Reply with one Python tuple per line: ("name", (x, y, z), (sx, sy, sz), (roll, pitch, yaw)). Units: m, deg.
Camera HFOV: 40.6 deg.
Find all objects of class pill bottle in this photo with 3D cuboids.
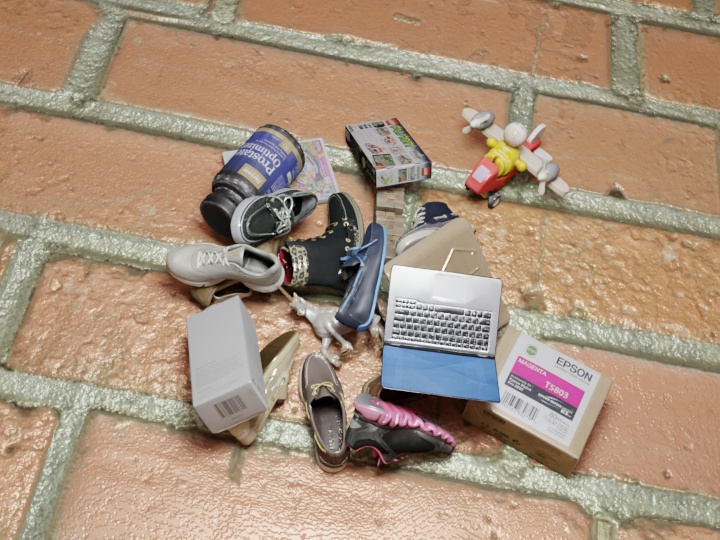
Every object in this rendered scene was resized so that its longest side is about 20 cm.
("pill bottle", (-0.192, -0.155, 1.719), (0.111, 0.113, 0.201), (29, 58, 12))

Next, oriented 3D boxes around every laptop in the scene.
("laptop", (0.131, 0.095, 1.527), (0.183, 0.116, 0.205), (7, 82, 0))

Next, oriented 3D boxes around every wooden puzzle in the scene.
("wooden puzzle", (0.144, 0.039, 1.660), (0.184, 0.046, 0.203), (-32, 101, -23))

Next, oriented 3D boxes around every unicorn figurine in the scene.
("unicorn figurine", (-0.036, 0.087, 1.634), (0.196, 0.075, 0.138), (-7, 48, -29))

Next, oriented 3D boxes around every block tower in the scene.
("block tower", (0.051, -0.090, 1.764), (0.053, 0.058, 0.203), (5, 54, -4))

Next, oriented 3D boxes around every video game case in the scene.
("video game case", (-0.148, -0.176, 1.816), (0.196, 0.018, 0.145), (-10, 59, -13))

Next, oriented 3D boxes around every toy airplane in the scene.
("toy airplane", (0.290, -0.227, 1.833), (0.195, 0.142, 0.202), (4, 55, -5))

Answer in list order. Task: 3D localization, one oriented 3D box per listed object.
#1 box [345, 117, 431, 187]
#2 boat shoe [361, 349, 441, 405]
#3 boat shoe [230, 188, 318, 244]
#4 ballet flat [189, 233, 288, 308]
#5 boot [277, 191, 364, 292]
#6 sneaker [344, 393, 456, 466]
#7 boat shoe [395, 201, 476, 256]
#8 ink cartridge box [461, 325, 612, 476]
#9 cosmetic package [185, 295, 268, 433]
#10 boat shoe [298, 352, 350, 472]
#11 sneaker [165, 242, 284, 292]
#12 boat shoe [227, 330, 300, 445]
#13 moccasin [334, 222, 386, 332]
("box", (0.049, -0.223, 1.816), (0.108, 0.035, 0.201), (-10, 34, -13))
("boat shoe", (0.098, 0.175, 1.575), (0.197, 0.067, 0.073), (-23, 89, -18))
("boat shoe", (-0.140, -0.093, 1.644), (0.067, 0.075, 0.198), (2, 14, 31))
("ballet flat", (-0.196, 0.006, 1.664), (0.198, 0.068, 0.073), (-28, 71, -21))
("boot", (-0.070, -0.054, 1.690), (0.151, 0.074, 0.207), (4, 58, -28))
("sneaker", (0.059, 0.261, 1.510), (0.197, 0.079, 0.097), (22, 94, -27))
("boat shoe", (0.111, -0.069, 1.726), (0.198, 0.075, 0.093), (-9, 47, -47))
("ink cartridge box", (0.288, 0.209, 1.585), (0.197, 0.076, 0.166), (27, 58, 12))
("cosmetic package", (-0.210, 0.143, 1.517), (0.100, 0.075, 0.202), (-22, 39, 6))
("boat shoe", (-0.056, 0.214, 1.545), (0.070, 0.060, 0.203), (-5, 58, -10))
("sneaker", (-0.220, -0.018, 1.590), (0.195, 0.092, 0.077), (5, 70, -5))
("boat shoe", (-0.148, 0.184, 1.556), (0.065, 0.071, 0.201), (48, 54, -23))
("moccasin", (0.000, 0.000, 1.607), (0.067, 0.081, 0.203), (15, 53, -7))
